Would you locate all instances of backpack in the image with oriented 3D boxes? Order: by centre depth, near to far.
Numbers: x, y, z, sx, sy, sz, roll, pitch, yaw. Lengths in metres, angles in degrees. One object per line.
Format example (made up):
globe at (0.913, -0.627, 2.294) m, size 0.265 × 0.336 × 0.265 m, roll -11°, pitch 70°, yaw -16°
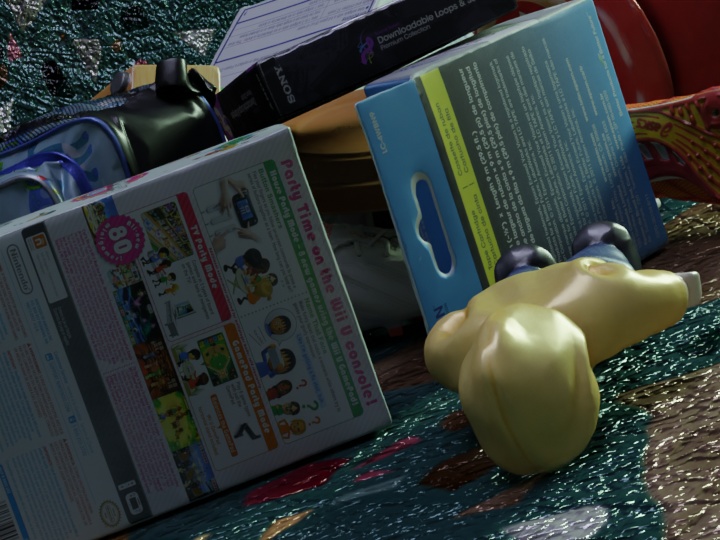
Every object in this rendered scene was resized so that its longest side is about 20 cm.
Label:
backpack at (-0.159, 0.010, 1.148) m, size 0.199 × 0.184 × 0.147 m, roll -17°, pitch 8°, yaw 42°

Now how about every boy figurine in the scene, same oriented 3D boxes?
boy figurine at (0.085, 0.027, 0.908) m, size 0.123 × 0.065 × 0.200 m, roll -17°, pitch 10°, yaw 13°

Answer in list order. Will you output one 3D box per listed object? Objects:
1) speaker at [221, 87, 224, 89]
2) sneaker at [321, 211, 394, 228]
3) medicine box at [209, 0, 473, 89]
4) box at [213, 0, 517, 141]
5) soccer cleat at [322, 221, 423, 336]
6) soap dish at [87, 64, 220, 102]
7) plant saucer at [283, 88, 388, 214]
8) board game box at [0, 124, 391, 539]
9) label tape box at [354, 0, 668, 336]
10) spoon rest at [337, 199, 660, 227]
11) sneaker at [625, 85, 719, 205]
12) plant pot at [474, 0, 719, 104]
speaker at (-0.140, -0.035, 1.484) m, size 0.200 × 0.089 × 0.088 m, roll -42°, pitch -1°, yaw 25°
sneaker at (0.001, -0.030, 1.381) m, size 0.073 × 0.080 × 0.200 m, roll -7°, pitch 4°, yaw -5°
medicine box at (-0.036, -0.112, 1.591) m, size 0.181 × 0.103 × 0.201 m, roll -10°, pitch 46°, yaw 45°
box at (-0.004, -0.119, 1.193) m, size 0.142 × 0.036 × 0.200 m, roll -26°, pitch 3°, yaw -10°
soccer cleat at (0.000, 0.000, 1.199) m, size 0.198 × 0.078 × 0.069 m, roll -18°, pitch 9°, yaw 8°
soap dish at (-0.164, -0.025, 1.341) m, size 0.081 × 0.158 × 0.199 m, roll 25°, pitch -43°, yaw -35°
plant saucer at (0.018, -0.079, 1.284) m, size 0.198 × 0.033 × 0.200 m, roll -9°, pitch 17°, yaw 3°
board game box at (-0.103, 0.034, 0.999) m, size 0.198 × 0.149 × 0.064 m, roll -20°, pitch 7°, yaw -4°
label tape box at (0.064, -0.044, 1.112) m, size 0.066 × 0.144 × 0.199 m, roll -9°, pitch 14°, yaw 46°
spoon rest at (0.086, -0.024, 1.279) m, size 0.198 × 0.061 × 0.099 m, roll -9°, pitch 6°, yaw -20°
sneaker at (0.192, -0.070, 1.183) m, size 0.199 × 0.074 × 0.077 m, roll 8°, pitch 15°, yaw 43°
plant pot at (0.191, -0.164, 1.419) m, size 0.182 × 0.202 × 0.200 m, roll -34°, pitch 15°, yaw -27°
